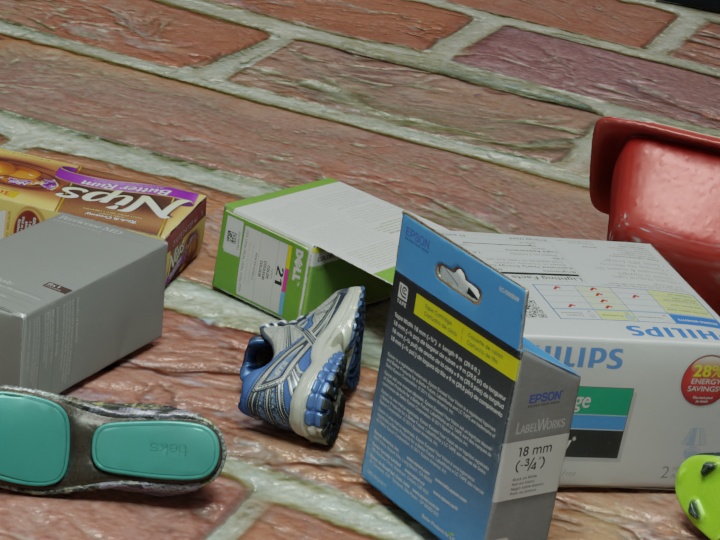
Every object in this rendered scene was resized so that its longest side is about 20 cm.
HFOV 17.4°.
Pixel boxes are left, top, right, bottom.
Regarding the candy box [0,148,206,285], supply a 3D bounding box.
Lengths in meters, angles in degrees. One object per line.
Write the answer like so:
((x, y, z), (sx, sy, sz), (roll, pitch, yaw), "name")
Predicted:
((-0.241, -0.043, 1.970), (0.199, 0.057, 0.117), (12, 21, 11), "candy box")

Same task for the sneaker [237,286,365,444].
((-0.045, 0.060, 1.768), (0.085, 0.078, 0.200), (8, 20, 7), "sneaker")

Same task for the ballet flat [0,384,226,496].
((-0.191, 0.119, 1.586), (0.199, 0.073, 0.072), (7, 21, -6), "ballet flat")

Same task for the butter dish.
((0.272, -0.018, 1.918), (0.198, 0.149, 0.200), (13, -20, 9), "butter dish")

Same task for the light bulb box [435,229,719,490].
((0.155, 0.066, 1.763), (0.197, 0.126, 0.200), (3, 23, -18), "light bulb box")

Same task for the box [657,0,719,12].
((0.478, -0.411, 3.184), (0.140, 0.079, 0.200), (9, 21, 6), "box")

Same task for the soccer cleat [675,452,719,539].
((0.313, 0.183, 1.637), (0.199, 0.068, 0.081), (23, 7, 28), "soccer cleat")

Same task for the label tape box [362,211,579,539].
((0.077, 0.076, 1.577), (0.063, 0.201, 0.144), (-6, 26, -35), "label tape box")

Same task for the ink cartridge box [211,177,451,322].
((0.000, 0.000, 1.936), (0.199, 0.076, 0.147), (25, 26, 32), "ink cartridge box")

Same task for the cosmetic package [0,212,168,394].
((-0.237, 0.029, 1.748), (0.106, 0.091, 0.200), (15, 25, 22), "cosmetic package")
